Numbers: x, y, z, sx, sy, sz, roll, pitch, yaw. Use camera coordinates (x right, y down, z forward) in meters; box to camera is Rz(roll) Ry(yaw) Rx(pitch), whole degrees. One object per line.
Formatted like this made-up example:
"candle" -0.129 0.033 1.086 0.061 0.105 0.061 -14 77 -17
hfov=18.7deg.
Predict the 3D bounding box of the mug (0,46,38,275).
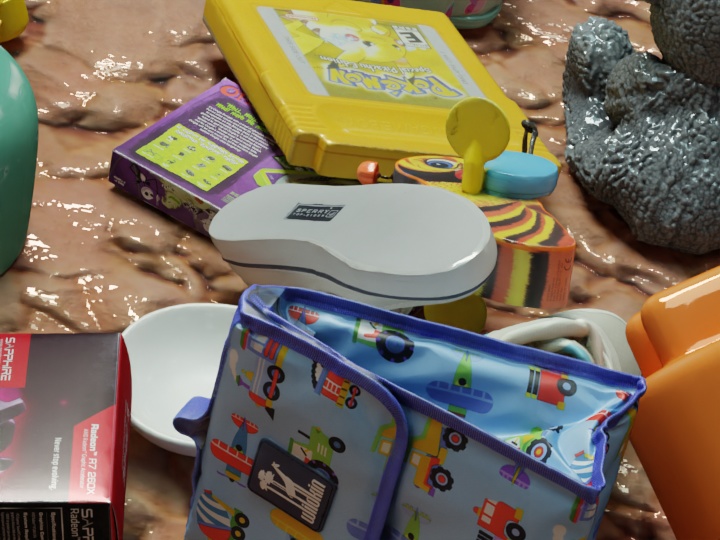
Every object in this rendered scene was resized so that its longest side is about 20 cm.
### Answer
"mug" -0.253 -0.063 1.172 0.152 0.114 0.185 13 35 0

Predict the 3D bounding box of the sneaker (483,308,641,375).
"sneaker" 0.099 0.059 1.110 0.200 0.081 0.077 -18 84 -55

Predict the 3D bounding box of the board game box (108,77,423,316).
"board game box" -0.033 -0.041 1.287 0.200 0.032 0.120 29 42 20

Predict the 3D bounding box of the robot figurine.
"robot figurine" 0.199 0.097 1.052 0.117 0.144 0.200 -13 75 -47

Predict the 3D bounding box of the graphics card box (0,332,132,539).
"graphics card box" -0.209 0.084 1.019 0.200 0.051 0.126 0 37 -2

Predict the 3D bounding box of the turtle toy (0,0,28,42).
"turtle toy" -0.272 -0.197 1.348 0.101 0.146 0.200 -4 33 13

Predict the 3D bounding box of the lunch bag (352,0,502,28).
"lunch bag" 0.017 -0.244 1.539 0.200 0.077 0.160 9 34 -5

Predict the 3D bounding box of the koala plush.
"koala plush" 0.219 -0.132 1.342 0.177 0.200 0.184 15 36 2

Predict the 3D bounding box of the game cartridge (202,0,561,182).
"game cartridge" 0.011 -0.114 1.367 0.176 0.032 0.200 4 30 -26

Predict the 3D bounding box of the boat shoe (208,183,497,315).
"boat shoe" 0.000 0.000 1.150 0.200 0.066 0.072 4 40 44

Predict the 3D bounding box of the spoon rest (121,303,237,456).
"spoon rest" -0.030 0.056 1.123 0.200 0.061 0.099 3 44 -15

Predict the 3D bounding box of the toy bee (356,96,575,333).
"toy bee" 0.052 -0.026 1.202 0.109 0.131 0.200 3 0 -5

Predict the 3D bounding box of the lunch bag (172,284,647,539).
"lunch bag" 0.010 0.095 1.007 0.200 0.151 0.094 20 36 10
